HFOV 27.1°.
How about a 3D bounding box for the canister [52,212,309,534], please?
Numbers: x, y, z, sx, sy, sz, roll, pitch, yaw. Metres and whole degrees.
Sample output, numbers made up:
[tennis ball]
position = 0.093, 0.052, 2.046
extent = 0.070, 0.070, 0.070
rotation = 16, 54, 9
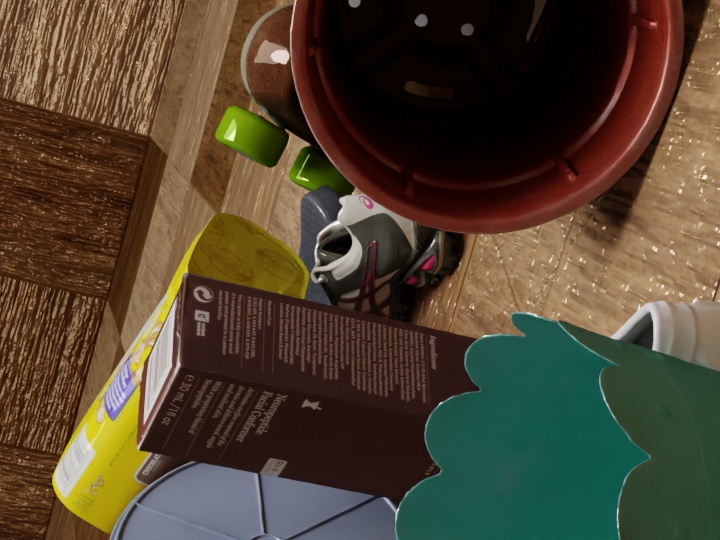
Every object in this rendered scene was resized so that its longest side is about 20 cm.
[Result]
[canister]
position = -0.128, 0.075, 1.055
extent = 0.200, 0.086, 0.149
rotation = -54, 9, 23

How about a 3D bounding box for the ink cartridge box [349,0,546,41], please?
[ink cartridge box]
position = 0.062, -0.236, 0.970
extent = 0.084, 0.144, 0.200
rotation = -97, 26, -57

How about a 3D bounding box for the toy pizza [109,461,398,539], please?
[toy pizza]
position = -0.061, 0.188, 0.952
extent = 0.200, 0.200, 0.032
rotation = -99, 12, -55

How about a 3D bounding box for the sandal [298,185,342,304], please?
[sandal]
position = -0.019, 0.002, 1.201
extent = 0.076, 0.043, 0.200
rotation = 56, 158, 20

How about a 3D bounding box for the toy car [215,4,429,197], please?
[toy car]
position = 0.015, -0.129, 1.129
extent = 0.200, 0.158, 0.164
rotation = 27, 90, 49

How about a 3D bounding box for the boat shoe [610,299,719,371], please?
[boat shoe]
position = 0.109, 0.070, 0.685
extent = 0.200, 0.065, 0.074
rotation = 121, 157, -47

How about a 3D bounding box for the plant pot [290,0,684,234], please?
[plant pot]
position = 0.060, -0.143, 0.845
extent = 0.195, 0.200, 0.201
rotation = -99, 26, -73

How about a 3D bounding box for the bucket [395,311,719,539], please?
[bucket]
position = 0.101, 0.124, 0.538
extent = 0.207, 0.135, 0.208
rotation = -166, 90, -75

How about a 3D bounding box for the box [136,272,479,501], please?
[box]
position = -0.027, 0.077, 0.911
extent = 0.100, 0.200, 0.075
rotation = 120, 155, -47

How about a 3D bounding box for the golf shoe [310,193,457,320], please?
[golf shoe]
position = 0.000, 0.000, 1.095
extent = 0.200, 0.088, 0.077
rotation = 122, 155, -52
